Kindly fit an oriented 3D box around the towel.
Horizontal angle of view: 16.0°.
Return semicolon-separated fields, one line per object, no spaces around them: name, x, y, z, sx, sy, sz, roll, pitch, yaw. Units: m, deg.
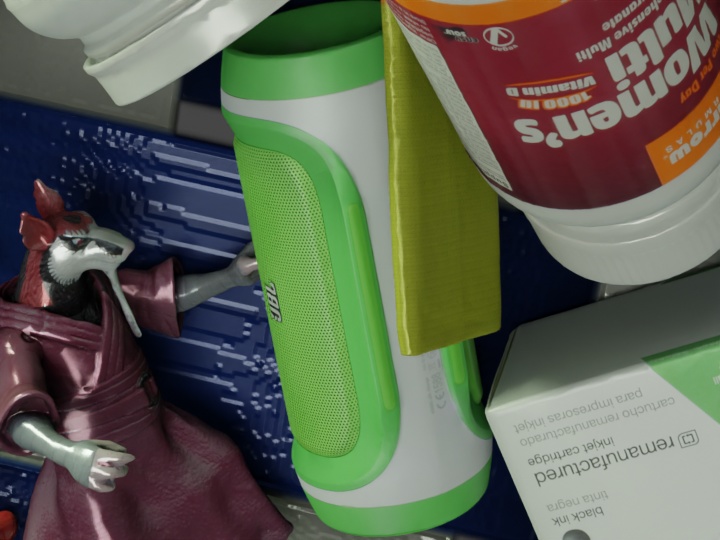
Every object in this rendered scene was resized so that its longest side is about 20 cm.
towel;0.025;-0.073;0.945;0.018;0.086;0.201;-1;94;27

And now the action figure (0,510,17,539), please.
action figure;-0.186;0.025;1.079;0.065;0.099;0.201;1;135;8

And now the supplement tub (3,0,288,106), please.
supplement tub;-0.098;-0.175;0.924;0.144;0.144;0.200;-31;103;22

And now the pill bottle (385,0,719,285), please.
pill bottle;0.076;-0.085;0.902;0.109;0.110;0.200;-12;144;16

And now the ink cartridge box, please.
ink cartridge box;0.156;0.105;1.021;0.145;0.084;0.201;-18;108;19

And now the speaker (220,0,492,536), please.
speaker;0.000;0.000;1.010;0.088;0.089;0.201;-5;111;14

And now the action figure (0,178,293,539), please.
action figure;-0.107;0.054;1.063;0.148;0.134;0.201;0;115;44
